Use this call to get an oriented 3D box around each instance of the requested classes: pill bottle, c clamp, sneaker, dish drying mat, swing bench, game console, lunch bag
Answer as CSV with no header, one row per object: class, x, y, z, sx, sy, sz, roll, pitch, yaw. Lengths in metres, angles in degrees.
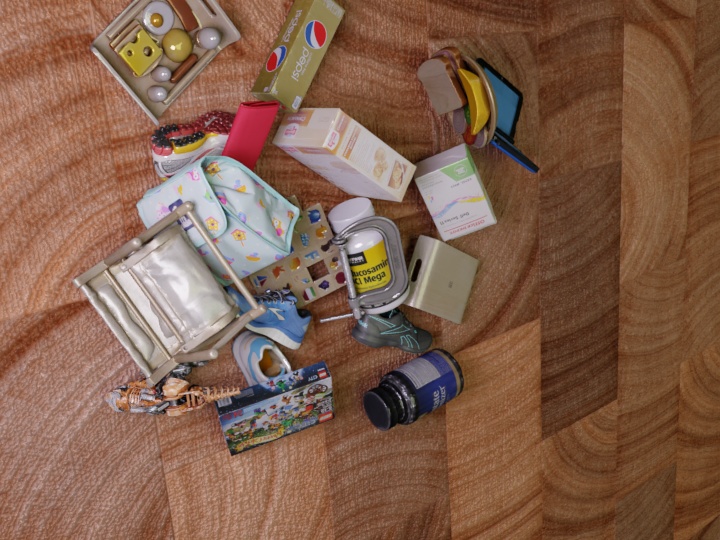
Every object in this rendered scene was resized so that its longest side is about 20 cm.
pill bottle,0.012,-0.028,1.462,0.112,0.112,0.201,-38,121,-27
c clamp,0.000,0.000,1.396,0.169,0.027,0.201,-8,118,-2
sneaker,-0.154,0.198,1.398,0.077,0.080,0.201,-45,126,-24
pill bottle,0.107,0.245,1.602,0.199,0.111,0.113,-23,114,-33
sneaker,-0.162,0.062,1.356,0.200,0.078,0.090,30,93,-45
sneaker,0.076,0.116,1.564,0.199,0.075,0.080,11,105,-40
dish drying mat,-0.192,-0.184,1.248,0.077,0.018,0.201,-19,149,-45
swing bench,-0.283,0.039,1.159,0.200,0.199,0.130,56,44,-11
sneaker,-0.246,-0.197,1.250,0.199,0.078,0.083,-23,140,-38
game console,0.305,-0.318,1.627,0.199,0.171,0.119,21,113,-46
lunch bag,-0.223,-0.081,1.212,0.200,0.170,0.123,35,49,-35

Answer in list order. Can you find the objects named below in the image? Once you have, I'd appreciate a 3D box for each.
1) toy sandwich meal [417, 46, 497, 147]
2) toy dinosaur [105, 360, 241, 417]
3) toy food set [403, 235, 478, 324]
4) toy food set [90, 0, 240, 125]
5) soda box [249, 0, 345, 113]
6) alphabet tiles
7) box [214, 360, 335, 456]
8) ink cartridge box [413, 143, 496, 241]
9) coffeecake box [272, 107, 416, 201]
toy sandwich meal,0.185,-0.325,1.499,0.070,0.205,0.207,-23,114,-18
toy dinosaur,-0.293,0.197,1.243,0.198,0.136,0.103,18,107,1
toy food set,0.166,0.022,1.644,0.199,0.060,0.145,21,85,-48
toy food set,-0.286,-0.338,1.172,0.200,0.060,0.144,-53,127,-18
soda box,-0.105,-0.368,1.318,0.064,0.068,0.201,31,80,-39
alphabet tiles,-0.122,-0.026,1.379,0.166,0.008,0.201,-26,118,-6
box,-0.145,0.241,1.363,0.199,0.038,0.137,-18,140,-13
ink cartridge box,0.196,-0.139,1.581,0.116,0.068,0.201,-21,122,15
coffeecake box,-0.028,-0.201,1.363,0.199,0.153,0.074,30,80,-40
